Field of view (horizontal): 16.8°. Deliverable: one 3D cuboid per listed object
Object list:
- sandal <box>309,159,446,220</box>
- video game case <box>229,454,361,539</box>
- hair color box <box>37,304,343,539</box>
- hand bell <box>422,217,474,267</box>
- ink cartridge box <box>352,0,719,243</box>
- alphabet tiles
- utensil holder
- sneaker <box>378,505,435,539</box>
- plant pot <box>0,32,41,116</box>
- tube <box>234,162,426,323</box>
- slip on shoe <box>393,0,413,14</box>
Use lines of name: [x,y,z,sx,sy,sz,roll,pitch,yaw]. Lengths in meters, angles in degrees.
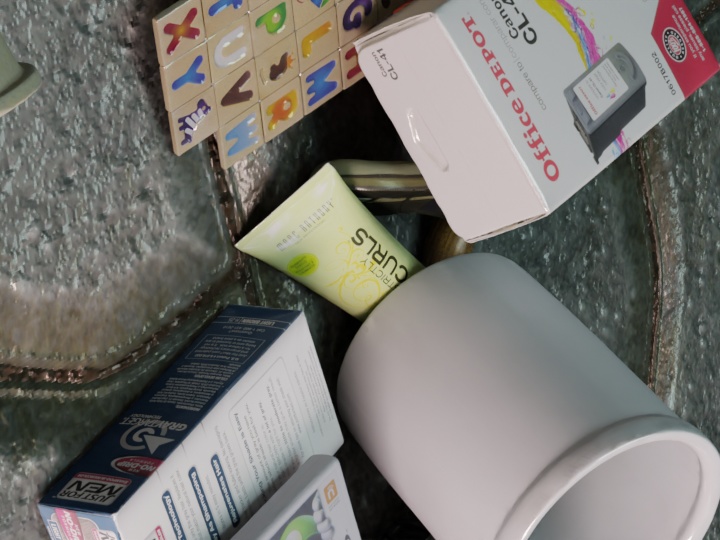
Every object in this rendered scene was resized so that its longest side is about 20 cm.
sandal: [0.058,-0.068,1.560,0.200,0.080,0.058,3,71,-35]
video game case: [-0.049,0.235,1.397,0.200,0.023,0.183,-43,126,-45]
hair color box: [-0.094,0.116,1.408,0.200,0.060,0.101,-47,131,-43]
hand bell: [0.086,-0.077,1.646,0.104,0.104,0.201,27,83,-54]
ink cartridge box: [0.113,-0.131,1.512,0.200,0.085,0.148,-40,103,-39]
alphabet tiles: [-0.041,-0.155,1.429,0.200,0.006,0.167,-36,141,-29]
utensil holder: [0.102,0.108,1.528,0.169,0.200,0.171,-22,136,-23]
sneaker: [0.024,0.206,1.585,0.201,0.070,0.098,-60,141,-30]
plant pot: [-0.261,-0.131,1.038,0.200,0.200,0.185,-36,112,-48]
tube: [0.000,0.000,1.541,0.200,0.052,0.058,40,62,-51]
slip on shoe: [0.041,-0.178,1.567,0.061,0.074,0.201,-34,118,-37]
